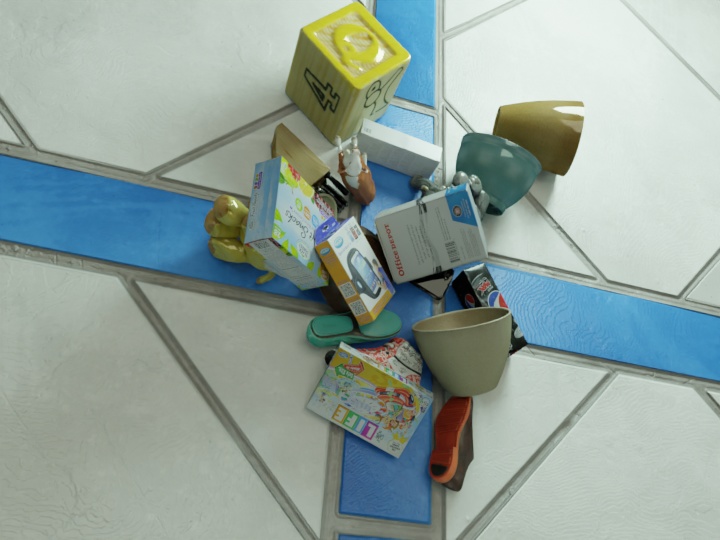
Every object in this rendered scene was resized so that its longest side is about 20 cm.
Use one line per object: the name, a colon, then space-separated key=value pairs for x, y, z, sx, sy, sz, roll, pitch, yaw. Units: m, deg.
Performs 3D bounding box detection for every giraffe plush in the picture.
giraffe plush: x=-0.189 y=-0.093 z=1.269 sx=0.199 sy=0.173 sz=0.163 roll=37 pitch=50 yaw=-8

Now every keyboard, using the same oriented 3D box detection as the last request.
keyboard: x=0.117 y=-0.027 z=1.414 sx=0.199 sy=0.040 sz=0.105 roll=34 pitch=81 yaw=-2

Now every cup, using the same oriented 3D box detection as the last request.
cup: x=0.210 y=0.165 z=1.266 sx=0.198 sy=0.200 sz=0.146 roll=-12 pitch=94 yaw=-24

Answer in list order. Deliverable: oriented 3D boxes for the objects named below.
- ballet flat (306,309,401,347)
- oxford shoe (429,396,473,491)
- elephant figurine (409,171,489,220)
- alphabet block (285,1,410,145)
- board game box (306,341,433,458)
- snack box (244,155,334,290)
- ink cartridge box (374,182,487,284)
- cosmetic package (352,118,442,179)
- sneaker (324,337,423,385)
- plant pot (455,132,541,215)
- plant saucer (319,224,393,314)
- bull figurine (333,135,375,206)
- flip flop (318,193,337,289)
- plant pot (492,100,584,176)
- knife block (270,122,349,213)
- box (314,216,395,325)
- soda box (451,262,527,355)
ballet flat: x=-0.017 y=0.115 z=1.264 sx=0.197 sy=0.070 sz=0.068 roll=-2 pitch=66 yaw=-24
oxford shoe: x=0.188 y=0.328 z=1.242 sx=0.073 sy=0.071 sz=0.202 roll=45 pitch=50 yaw=-27
elephant figurine: x=0.183 y=-0.136 z=1.431 sx=0.142 sy=0.199 sz=0.156 roll=46 pitch=61 yaw=-22
alphabet block: x=-0.033 y=-0.451 z=1.472 sx=0.196 sy=0.200 sz=0.195 roll=46 pitch=58 yaw=8
board game box: x=0.018 y=0.240 z=1.185 sx=0.198 sy=0.034 sz=0.136 roll=29 pitch=102 yaw=-3
snack box: x=-0.126 y=-0.082 z=1.184 sx=0.067 sy=0.200 sz=0.171 roll=-10 pitch=60 yaw=25
ink cartridge box: x=0.146 y=-0.075 z=1.309 sx=0.086 sy=0.197 sz=0.148 roll=-56 pitch=128 yaw=-68
cosmetic package: x=0.084 y=-0.281 z=1.497 sx=0.197 sy=0.083 sz=0.051 roll=19 pitch=56 yaw=-10
sneaker: x=0.031 y=0.173 z=1.255 sx=0.199 sy=0.067 sz=0.109 roll=26 pitch=57 yaw=-9
plant pot: x=0.302 y=-0.212 z=1.490 sx=0.198 sy=0.200 sz=0.136 roll=26 pitch=85 yaw=-5
plant saucer: x=0.000 y=0.000 z=1.303 sx=0.198 sy=0.036 sz=0.204 roll=10 pitch=74 yaw=-36
bull figurine: x=-0.012 y=-0.218 z=1.376 sx=0.064 sy=0.200 sz=0.123 roll=-13 pitch=65 yaw=6
flip flop: x=-0.072 y=-0.059 z=1.316 sx=0.080 sy=0.057 sz=0.204 roll=1 pitch=88 yaw=-21
plant pot: x=0.439 y=-0.353 z=1.617 sx=0.197 sy=0.187 sz=0.189 roll=12 pitch=59 yaw=3
knife block: x=-0.108 y=-0.215 z=1.405 sx=0.173 sy=0.064 sz=0.203 roll=5 pitch=62 yaw=-18
box: x=-0.013 y=-0.010 z=1.227 sx=0.202 sy=0.041 sz=0.119 roll=61 pitch=34 yaw=-13
soda box: x=0.276 y=0.091 z=1.379 sx=0.063 sy=0.071 sz=0.202 roll=-16 pitch=70 yaw=-27
